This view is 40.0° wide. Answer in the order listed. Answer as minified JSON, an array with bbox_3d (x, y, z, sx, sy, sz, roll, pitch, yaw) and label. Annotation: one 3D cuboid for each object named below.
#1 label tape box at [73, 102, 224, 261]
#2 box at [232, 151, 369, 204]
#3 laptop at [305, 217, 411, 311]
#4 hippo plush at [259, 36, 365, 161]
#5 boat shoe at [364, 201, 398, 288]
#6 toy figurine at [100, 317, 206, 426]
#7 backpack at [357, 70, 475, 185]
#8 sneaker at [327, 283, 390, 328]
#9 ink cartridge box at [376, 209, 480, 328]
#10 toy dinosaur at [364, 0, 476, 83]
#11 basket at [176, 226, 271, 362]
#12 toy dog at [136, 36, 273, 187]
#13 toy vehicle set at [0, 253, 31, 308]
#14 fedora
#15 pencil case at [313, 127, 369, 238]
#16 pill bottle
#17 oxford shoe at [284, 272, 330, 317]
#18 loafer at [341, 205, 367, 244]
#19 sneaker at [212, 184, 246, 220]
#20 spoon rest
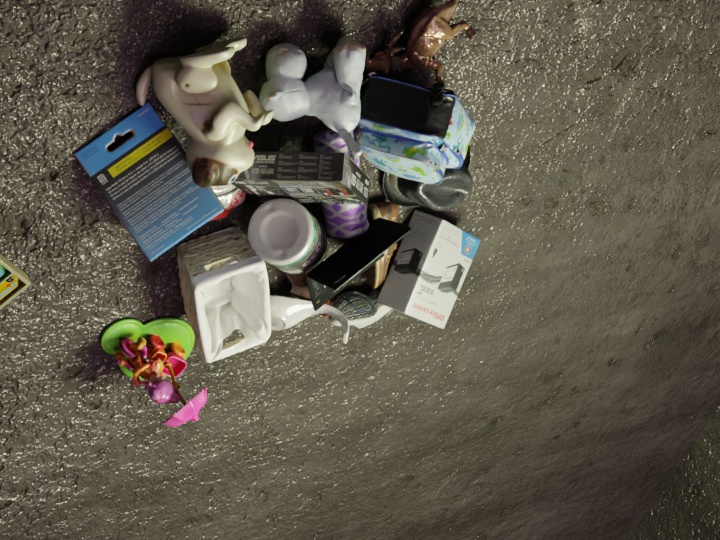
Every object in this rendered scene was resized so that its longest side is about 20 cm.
[{"bbox_3d":[-0.326,-0.138,1.543,0.144,0.063,0.201,-34,100,0],"label":"label tape box"},{"bbox_3d":[-0.100,-0.149,1.610,0.158,0.198,0.050,32,62,-72],"label":"box"},{"bbox_3d":[0.000,0.000,1.762,0.177,0.103,0.201,-38,153,-17],"label":"laptop"},{"bbox_3d":[-0.082,-0.279,1.575,0.159,0.159,0.202,3,88,-8],"label":"hippo plush"},{"bbox_3d":[0.042,-0.048,1.934,0.067,0.072,0.201,-17,134,-21],"label":"boat shoe"},{"bbox_3d":[-0.353,0.192,1.772,0.150,0.184,0.200,-47,140,10],"label":"toy figurine"},{"bbox_3d":[0.093,-0.232,1.694,0.200,0.182,0.148,23,84,-64],"label":"backpack"},{"bbox_3d":[0.004,0.087,2.013,0.199,0.075,0.087,-14,146,-48],"label":"sneaker"},{"bbox_3d":[0.139,0.000,1.994,0.145,0.083,0.201,23,90,-49],"label":"ink cartridge box"},{"bbox_3d":[0.104,-0.389,1.648,0.135,0.086,0.201,22,107,-39],"label":"toy dinosaur"},{"bbox_3d":[-0.245,0.040,1.756,0.135,0.124,0.201,-20,137,-20],"label":"basket"},{"bbox_3d":[-0.225,-0.222,1.463,0.192,0.140,0.202,-15,108,0],"label":"toy dog"},{"bbox_3d":[-0.631,0.045,1.539,0.200,0.027,0.124,-39,141,0],"label":"toy vehicle set"},{"bbox_3d":[0.143,-0.174,1.872,0.199,0.092,0.202,-21,138,-21],"label":"fedora"},{"bbox_3d":[-0.030,-0.154,1.726,0.085,0.083,0.202,-35,128,-45],"label":"pencil case"},{"bbox_3d":[-0.119,-0.054,1.720,0.113,0.113,0.200,-40,171,2],"label":"pill bottle"},{"bbox_3d":[-0.101,0.029,1.921,0.072,0.072,0.201,-2,148,10],"label":"oxford shoe"},{"bbox_3d":[-0.025,-0.090,1.852,0.070,0.073,0.201,-20,128,-14],"label":"loafer"},{"bbox_3d":[-0.282,-0.120,1.620,0.200,0.067,0.109,-24,138,-22],"label":"sneaker"},{"bbox_3d":[-0.116,0.087,1.901,0.198,0.061,0.100,14,145,1],"label":"spoon rest"}]
